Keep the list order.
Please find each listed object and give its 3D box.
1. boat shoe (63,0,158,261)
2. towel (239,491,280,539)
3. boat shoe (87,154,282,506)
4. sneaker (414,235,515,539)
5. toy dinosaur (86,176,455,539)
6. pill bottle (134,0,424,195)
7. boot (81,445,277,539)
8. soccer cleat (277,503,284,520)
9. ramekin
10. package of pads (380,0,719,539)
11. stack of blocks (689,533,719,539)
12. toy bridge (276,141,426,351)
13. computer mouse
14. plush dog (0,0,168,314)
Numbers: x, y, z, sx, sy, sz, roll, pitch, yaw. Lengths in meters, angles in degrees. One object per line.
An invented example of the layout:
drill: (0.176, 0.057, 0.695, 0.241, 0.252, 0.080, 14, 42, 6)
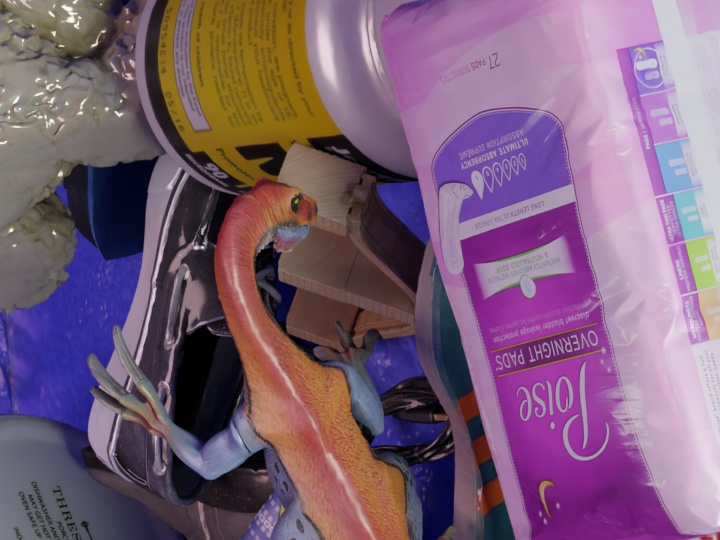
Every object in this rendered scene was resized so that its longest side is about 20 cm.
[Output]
boat shoe: (-0.130, -0.099, 1.148, 0.069, 0.084, 0.201, 48, 135, 41)
towel: (-0.028, 0.214, 1.094, 0.145, 0.024, 0.200, 42, 123, 16)
boat shoe: (-0.067, 0.012, 1.074, 0.068, 0.072, 0.201, 27, 100, 43)
sneaker: (0.076, 0.064, 0.916, 0.080, 0.071, 0.201, 20, 125, 51)
toy dinosaur: (-0.004, 0.061, 0.860, 0.200, 0.105, 0.182, 32, 148, 39)
pill bottle: (0.003, -0.090, 0.923, 0.200, 0.114, 0.115, -3, 99, 56)
boot: (-0.071, 0.148, 1.158, 0.200, 0.070, 0.132, 7, 110, 57)
soccer cleat: (-0.030, 0.177, 1.017, 0.064, 0.084, 0.201, 24, 116, 27)
ramekin: (-0.179, 0.167, 1.217, 0.094, 0.202, 0.203, -49, 60, 38)
package of pads: (0.081, -0.010, 0.765, 0.120, 0.075, 0.201, -18, 86, 59)
stack of blocks: (0.122, 0.011, 0.832, 0.115, 0.058, 0.201, 5, 105, 55)
toy bridge: (0.000, 0.000, 0.963, 0.200, 0.067, 0.027, 92, -162, -73)
computer mouse: (-0.015, 0.062, 1.082, 0.199, 0.034, 0.059, 11, 75, 50)
plush dog: (-0.180, -0.102, 1.049, 0.200, 0.160, 0.172, -45, 52, 30)
